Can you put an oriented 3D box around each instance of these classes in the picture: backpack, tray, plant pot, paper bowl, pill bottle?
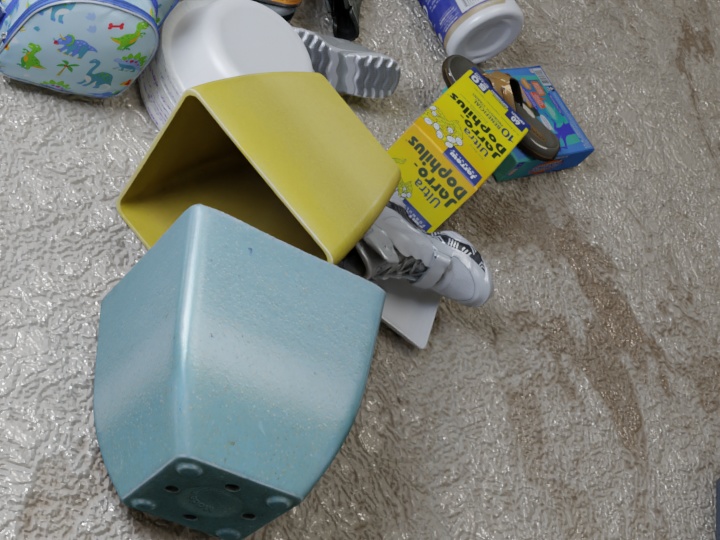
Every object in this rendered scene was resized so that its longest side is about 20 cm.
[{"bbox_3d":[-0.266,-0.272,1.227,0.181,0.200,0.149,10,50,-38],"label":"backpack"},{"bbox_3d":[0.000,0.000,1.384,0.199,0.022,0.108,37,38,-12],"label":"tray"},{"bbox_3d":[-0.080,-0.074,1.207,0.201,0.200,0.176,49,48,4],"label":"plant pot"},{"bbox_3d":[-0.131,-0.210,1.366,0.199,0.104,0.203,22,50,-28],"label":"paper bowl"},{"bbox_3d":[-0.114,0.106,1.062,0.194,0.195,0.202,25,51,-25],"label":"plant pot"},{"bbox_3d":[0.136,-0.403,1.783,0.119,0.120,0.202,-3,60,-44],"label":"pill bottle"}]

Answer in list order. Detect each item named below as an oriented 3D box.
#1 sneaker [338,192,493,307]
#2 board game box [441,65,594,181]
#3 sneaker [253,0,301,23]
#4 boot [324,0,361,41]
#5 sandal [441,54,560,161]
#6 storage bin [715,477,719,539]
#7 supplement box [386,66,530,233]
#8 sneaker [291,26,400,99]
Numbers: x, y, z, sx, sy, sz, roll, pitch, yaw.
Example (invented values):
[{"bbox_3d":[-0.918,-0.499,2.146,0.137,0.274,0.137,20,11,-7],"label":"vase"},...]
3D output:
[{"bbox_3d":[0.049,-0.006,1.361,0.199,0.075,0.115,37,40,-5],"label":"sneaker"},{"bbox_3d":[0.220,-0.206,1.751,0.198,0.045,0.153,-13,67,-48],"label":"board game box"},{"bbox_3d":[-0.164,-0.331,1.480,0.197,0.078,0.079,17,48,-7],"label":"sneaker"},{"bbox_3d":[-0.031,-0.401,1.602,0.132,0.067,0.202,-85,159,-47],"label":"boot"},{"bbox_3d":[0.192,-0.220,1.658,0.199,0.055,0.082,39,40,-9],"label":"sandal"},{"bbox_3d":[0.503,0.301,1.505,0.145,0.134,0.201,35,40,-13],"label":"storage bin"},{"bbox_3d":[0.108,-0.145,1.540,0.109,0.109,0.200,45,39,-2],"label":"supplement box"},{"bbox_3d":[-0.053,-0.250,1.533,0.197,0.076,0.082,12,15,-30],"label":"sneaker"}]
